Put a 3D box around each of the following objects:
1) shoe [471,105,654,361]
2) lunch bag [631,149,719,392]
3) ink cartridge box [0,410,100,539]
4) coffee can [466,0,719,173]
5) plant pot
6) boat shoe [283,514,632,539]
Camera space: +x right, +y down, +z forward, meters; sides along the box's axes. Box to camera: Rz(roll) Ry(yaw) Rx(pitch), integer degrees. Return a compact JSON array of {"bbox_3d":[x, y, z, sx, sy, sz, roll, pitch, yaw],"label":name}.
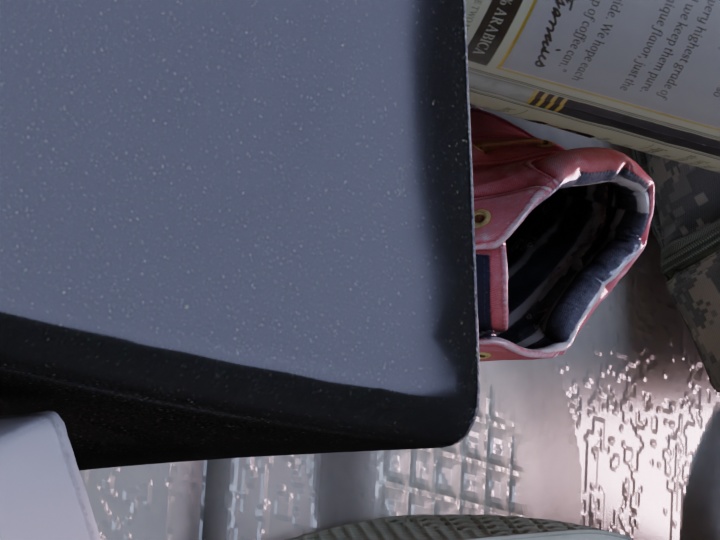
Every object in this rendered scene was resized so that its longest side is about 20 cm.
[{"bbox_3d":[0.000,0.000,0.865,0.200,0.091,0.072,-26,120,-40],"label":"shoe"},{"bbox_3d":[0.199,-0.046,1.139,0.200,0.139,0.168,0,64,-55],"label":"lunch bag"},{"bbox_3d":[-0.167,0.099,0.605,0.200,0.145,0.085,-21,101,-53],"label":"ink cartridge box"},{"bbox_3d":[0.053,-0.117,0.829,0.199,0.146,0.147,15,69,-13],"label":"coffee can"},{"bbox_3d":[-0.105,-0.053,0.689,0.177,0.200,0.200,3,83,-40],"label":"plant pot"},{"bbox_3d":[0.017,0.115,0.918,0.200,0.074,0.062,-7,96,-49],"label":"boat shoe"}]
